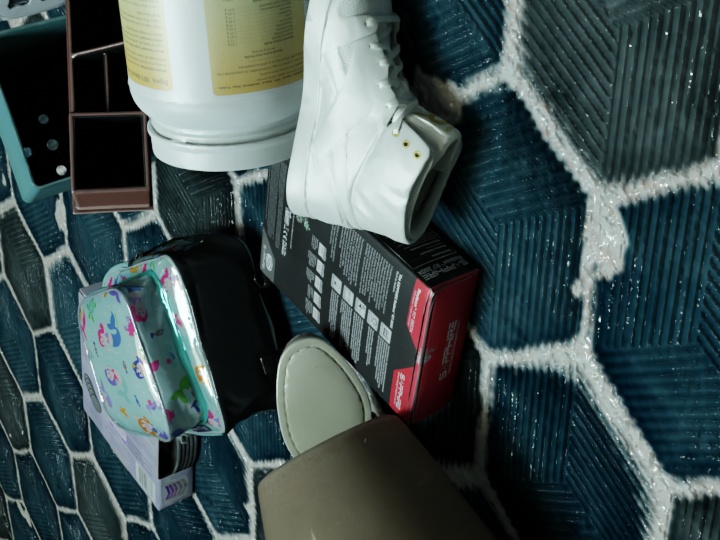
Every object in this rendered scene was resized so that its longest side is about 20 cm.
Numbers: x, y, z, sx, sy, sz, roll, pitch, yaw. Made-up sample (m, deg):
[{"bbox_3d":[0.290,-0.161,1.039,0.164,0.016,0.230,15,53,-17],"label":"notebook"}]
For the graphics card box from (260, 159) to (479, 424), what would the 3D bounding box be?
[{"bbox_3d":[0.000,0.000,0.914,0.200,0.050,0.127,42,140,36],"label":"graphics card box"}]

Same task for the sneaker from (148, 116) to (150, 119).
[{"bbox_3d":[-0.134,-0.188,1.027,0.201,0.071,0.084,111,154,-46],"label":"sneaker"}]

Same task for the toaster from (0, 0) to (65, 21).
[{"bbox_3d":[-0.335,-0.338,1.196,0.130,0.113,0.201,54,143,18],"label":"toaster"}]

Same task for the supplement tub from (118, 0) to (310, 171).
[{"bbox_3d":[-0.098,-0.185,0.873,0.144,0.143,0.203,29,129,47],"label":"supplement tub"}]

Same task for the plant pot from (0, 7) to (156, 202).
[{"bbox_3d":[-0.283,-0.146,1.203,0.200,0.140,0.143,-21,89,67],"label":"plant pot"}]

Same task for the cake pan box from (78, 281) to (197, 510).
[{"bbox_3d":[-0.248,0.138,1.381,0.200,0.052,0.186,42,141,39],"label":"cake pan box"}]

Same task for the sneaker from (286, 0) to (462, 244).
[{"bbox_3d":[0.022,-0.119,0.811,0.114,0.073,0.203,19,112,28],"label":"sneaker"}]

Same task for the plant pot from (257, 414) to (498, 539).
[{"bbox_3d":[0.012,0.204,0.866,0.176,0.198,0.200,62,148,12],"label":"plant pot"}]

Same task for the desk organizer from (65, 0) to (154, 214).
[{"bbox_3d":[-0.218,-0.157,1.074,0.077,0.071,0.203,141,126,-78],"label":"desk organizer"}]

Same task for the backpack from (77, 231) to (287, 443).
[{"bbox_3d":[-0.168,0.064,1.132,0.199,0.149,0.180,-2,107,62],"label":"backpack"}]

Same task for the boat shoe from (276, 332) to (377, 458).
[{"bbox_3d":[-0.016,0.130,0.965,0.060,0.071,0.202,-108,-5,-65],"label":"boat shoe"}]
